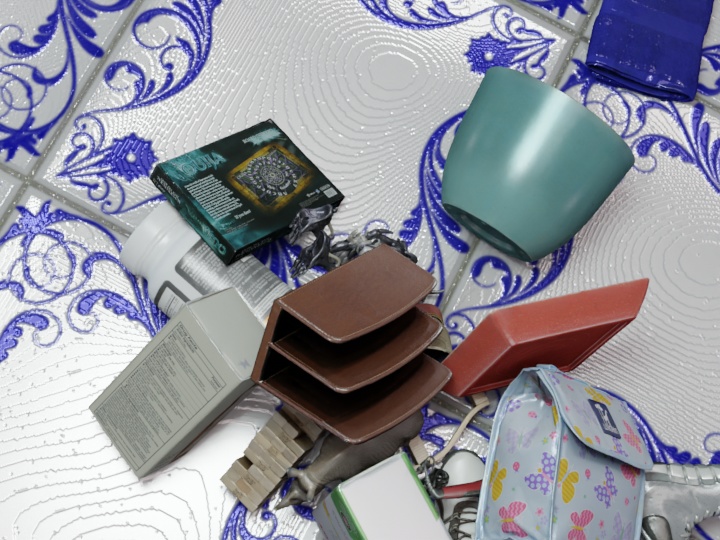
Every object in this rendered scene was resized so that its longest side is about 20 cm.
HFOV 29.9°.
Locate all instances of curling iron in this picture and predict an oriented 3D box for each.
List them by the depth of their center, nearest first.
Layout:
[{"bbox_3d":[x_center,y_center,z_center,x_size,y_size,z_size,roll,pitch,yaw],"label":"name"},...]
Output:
[{"bbox_3d":[0.137,0.227,1.473,0.199,0.026,0.050,6,52,-37],"label":"curling iron"}]

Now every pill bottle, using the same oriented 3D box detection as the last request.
[{"bbox_3d":[-0.164,0.019,1.499,0.200,0.116,0.116,41,74,5],"label":"pill bottle"}]

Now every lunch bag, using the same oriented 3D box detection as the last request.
[{"bbox_3d":[0.226,0.215,1.454,0.169,0.127,0.201,28,65,-40],"label":"lunch bag"}]

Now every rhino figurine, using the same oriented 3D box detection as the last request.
[{"bbox_3d":[-0.013,0.198,1.454,0.199,0.087,0.060,-34,81,-13],"label":"rhino figurine"}]

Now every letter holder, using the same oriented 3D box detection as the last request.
[{"bbox_3d":[0.011,0.074,1.366,0.142,0.101,0.200,32,32,22],"label":"letter holder"}]

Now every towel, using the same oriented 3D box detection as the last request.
[{"bbox_3d":[0.365,-0.316,1.692,0.147,0.050,0.201,18,73,-9],"label":"towel"}]

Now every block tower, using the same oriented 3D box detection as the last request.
[{"bbox_3d":[-0.067,0.167,1.464,0.058,0.054,0.200,43,99,8],"label":"block tower"}]

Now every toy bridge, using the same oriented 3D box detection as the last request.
[{"bbox_3d":[0.058,0.192,1.523,0.199,0.027,0.068,-26,79,-11],"label":"toy bridge"}]

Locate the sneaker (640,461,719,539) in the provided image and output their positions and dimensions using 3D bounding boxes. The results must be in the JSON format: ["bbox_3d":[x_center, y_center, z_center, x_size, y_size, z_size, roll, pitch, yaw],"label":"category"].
[{"bbox_3d":[0.384,0.277,1.521,0.198,0.075,0.116,2,79,5],"label":"sneaker"}]

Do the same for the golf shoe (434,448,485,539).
[{"bbox_3d":[0.123,0.291,1.470,0.077,0.095,0.202,-1,73,-6],"label":"golf shoe"}]

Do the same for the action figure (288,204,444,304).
[{"bbox_3d":[0.000,0.000,1.532,0.199,0.102,0.119,26,36,-39],"label":"action figure"}]

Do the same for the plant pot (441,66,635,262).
[{"bbox_3d":[0.185,-0.109,1.541,0.200,0.201,0.162,34,86,3],"label":"plant pot"}]

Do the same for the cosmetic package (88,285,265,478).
[{"bbox_3d":[-0.184,0.119,1.424,0.104,0.200,0.087,54,34,9],"label":"cosmetic package"}]

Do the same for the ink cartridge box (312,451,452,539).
[{"bbox_3d":[0.028,0.285,1.406,0.084,0.200,0.145,-26,79,-16],"label":"ink cartridge box"}]

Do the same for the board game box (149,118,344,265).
[{"bbox_3d":[-0.125,-0.093,1.523,0.135,0.028,0.200,47,41,12],"label":"board game box"}]

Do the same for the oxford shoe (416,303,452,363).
[{"bbox_3d":[0.008,0.107,1.495,0.199,0.071,0.075,-28,45,4],"label":"oxford shoe"}]

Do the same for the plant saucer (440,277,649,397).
[{"bbox_3d":[0.194,0.080,1.458,0.198,0.200,0.037,-11,68,-24],"label":"plant saucer"}]
